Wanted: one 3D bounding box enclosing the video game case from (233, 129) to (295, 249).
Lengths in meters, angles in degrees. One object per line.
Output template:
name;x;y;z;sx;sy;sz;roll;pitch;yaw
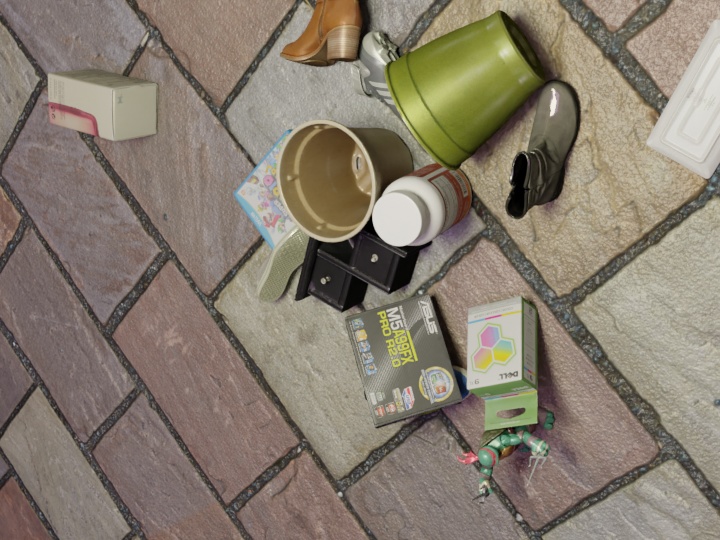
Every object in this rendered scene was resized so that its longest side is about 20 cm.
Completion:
video game case;-0.152;-0.154;1.739;0.200;0.018;0.144;-43;79;36

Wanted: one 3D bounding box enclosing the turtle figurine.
turtle figurine;0.245;0.297;1.485;0.149;0.200;0.101;-38;83;36

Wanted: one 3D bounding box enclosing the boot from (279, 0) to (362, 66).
boot;-0.069;-0.440;1.564;0.199;0.076;0.157;9;97;55

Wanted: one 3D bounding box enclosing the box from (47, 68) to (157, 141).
box;-0.538;-0.349;1.879;0.199;0.128;0.110;18;114;30

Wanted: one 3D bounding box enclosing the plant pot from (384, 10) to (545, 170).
plant pot;0.173;-0.290;1.383;0.192;0.200;0.201;-31;86;25

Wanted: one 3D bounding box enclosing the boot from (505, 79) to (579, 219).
boot;0.274;-0.183;1.366;0.067;0.130;0.202;15;112;30

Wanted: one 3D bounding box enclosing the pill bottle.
pill bottle;0.099;-0.105;1.461;0.111;0.200;0.113;9;110;25

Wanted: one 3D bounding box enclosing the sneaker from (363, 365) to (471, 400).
sneaker;0.099;0.219;1.618;0.199;0.111;0.077;-1;104;34

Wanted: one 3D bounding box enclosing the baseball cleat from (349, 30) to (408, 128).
baseball cleat;0.049;-0.305;1.534;0.106;0.069;0.201;-35;73;43

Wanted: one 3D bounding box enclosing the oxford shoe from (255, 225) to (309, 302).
oxford shoe;-0.151;-0.025;1.751;0.201;0.075;0.058;-56;35;31

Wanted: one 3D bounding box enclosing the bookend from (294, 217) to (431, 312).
bookend;0.000;0.000;1.633;0.198;0.092;0.201;30;120;24

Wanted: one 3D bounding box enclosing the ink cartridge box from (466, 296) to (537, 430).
ink cartridge box;0.232;0.152;1.473;0.103;0.059;0.202;-16;57;36

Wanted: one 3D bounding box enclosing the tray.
tray;0.493;-0.239;1.266;0.107;0.022;0.201;35;121;22

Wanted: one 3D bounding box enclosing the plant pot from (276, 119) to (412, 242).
plant pot;-0.011;-0.166;1.535;0.199;0.183;0.202;10;109;31

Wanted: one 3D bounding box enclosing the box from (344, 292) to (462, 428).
box;0.073;0.157;1.573;0.159;0.044;0.202;-16;75;-2
